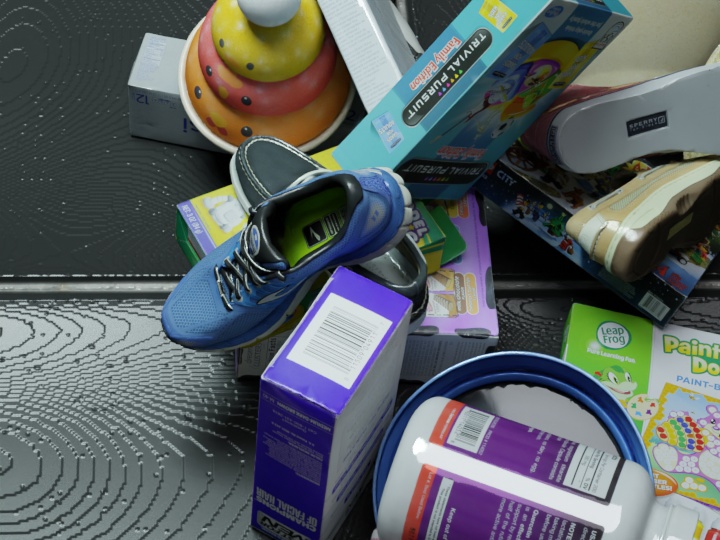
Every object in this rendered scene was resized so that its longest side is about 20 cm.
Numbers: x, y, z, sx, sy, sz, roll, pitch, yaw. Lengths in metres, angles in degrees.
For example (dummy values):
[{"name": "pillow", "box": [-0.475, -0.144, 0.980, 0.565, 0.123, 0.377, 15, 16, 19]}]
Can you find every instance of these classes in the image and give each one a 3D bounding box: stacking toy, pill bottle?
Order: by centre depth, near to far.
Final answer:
[{"name": "pill bottle", "box": [0.118, 0.165, 1.183, 0.199, 0.113, 0.113, 19, 53, 11]}, {"name": "stacking toy", "box": [-0.074, -0.184, 1.365, 0.145, 0.200, 0.147, 0, 71, -1]}]

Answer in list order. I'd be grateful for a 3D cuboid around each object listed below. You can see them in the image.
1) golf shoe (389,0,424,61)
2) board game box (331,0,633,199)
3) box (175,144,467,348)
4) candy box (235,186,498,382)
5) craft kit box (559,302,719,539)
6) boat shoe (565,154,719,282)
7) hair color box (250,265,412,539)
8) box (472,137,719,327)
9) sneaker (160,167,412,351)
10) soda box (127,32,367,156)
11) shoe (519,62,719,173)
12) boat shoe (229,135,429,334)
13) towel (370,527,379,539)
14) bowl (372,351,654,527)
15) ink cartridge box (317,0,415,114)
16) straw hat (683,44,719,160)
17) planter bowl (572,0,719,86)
[{"name": "golf shoe", "box": [0.008, -0.245, 1.586, 0.094, 0.078, 0.200, -31, 63, -26]}, {"name": "board game box", "box": [0.092, -0.135, 1.301, 0.047, 0.200, 0.151, 52, 24, 18]}, {"name": "box", "box": [-0.026, -0.029, 1.345, 0.199, 0.048, 0.118, -21, 59, -22]}, {"name": "candy box", "box": [0.000, 0.000, 1.401, 0.199, 0.072, 0.168, 2, 53, -6]}, {"name": "craft kit box", "box": [0.241, 0.132, 1.346, 0.199, 0.049, 0.198, 12, 50, 3]}, {"name": "boat shoe", "box": [0.228, -0.057, 1.380, 0.076, 0.072, 0.200, 30, 31, 26]}, {"name": "hair color box", "box": [-0.023, 0.103, 1.238, 0.065, 0.200, 0.109, 25, 54, 14]}, {"name": "box", "box": [0.195, -0.055, 1.438, 0.200, 0.038, 0.137, 37, 38, 7]}, {"name": "sneaker", "box": [-0.064, -0.014, 1.220, 0.200, 0.089, 0.079, -35, 68, 19]}, {"name": "soda box", "box": [-0.093, -0.139, 1.498, 0.199, 0.068, 0.064, 11, 54, 2]}, {"name": "shoe", "box": [0.224, -0.125, 1.395, 0.199, 0.072, 0.091, -13, 18, -16]}, {"name": "boat shoe", "box": [-0.020, -0.040, 1.288, 0.076, 0.060, 0.200, -38, 67, -27]}, {"name": "towel", "box": [0.042, 0.283, 1.195, 0.146, 0.030, 0.201, 19, 65, 10]}, {"name": "bowl", "box": [0.109, 0.160, 1.263, 0.199, 0.039, 0.202, -2, 77, 8]}, {"name": "ink cartridge box", "box": [0.006, -0.194, 1.415, 0.040, 0.200, 0.201, -24, 77, 9]}, {"name": "straw hat", "box": [0.364, -0.109, 1.439, 0.200, 0.202, 0.085, 2, 14, -5]}, {"name": "planter bowl", "box": [0.237, -0.199, 1.522, 0.199, 0.200, 0.136, 4, 80, -4]}]
